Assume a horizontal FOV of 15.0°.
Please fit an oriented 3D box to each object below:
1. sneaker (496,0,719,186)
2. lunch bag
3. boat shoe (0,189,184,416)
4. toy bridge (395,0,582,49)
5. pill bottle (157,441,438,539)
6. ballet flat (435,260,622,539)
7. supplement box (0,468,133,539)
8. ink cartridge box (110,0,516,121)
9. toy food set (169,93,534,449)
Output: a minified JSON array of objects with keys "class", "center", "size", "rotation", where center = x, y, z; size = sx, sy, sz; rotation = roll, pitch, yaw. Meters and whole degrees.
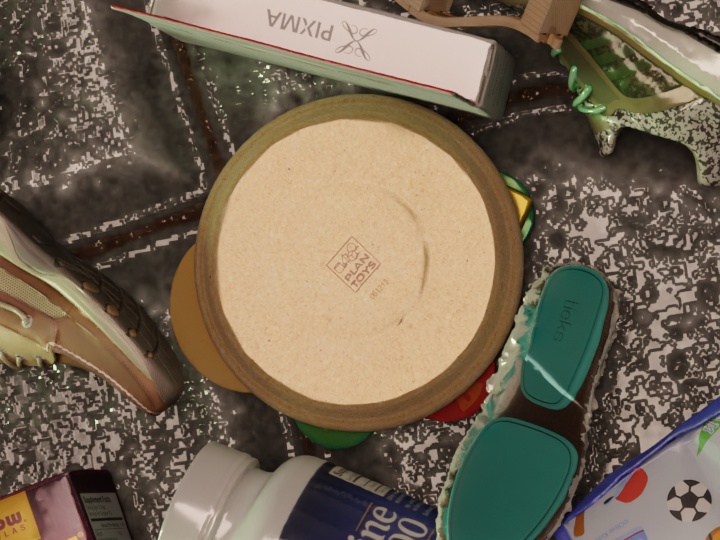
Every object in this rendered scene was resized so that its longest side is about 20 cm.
[{"class":"sneaker","center":[0.140,-0.110,1.551],"size":[0.199,0.077,0.089],"rotation":[28,103,14]},{"class":"lunch bag","center":[0.223,0.170,1.488],"size":[0.170,0.124,0.200],"rotation":[-37,88,7]},{"class":"boat shoe","center":[-0.186,0.024,1.598],"size":[0.200,0.076,0.072],"rotation":[40,97,19]},{"class":"toy bridge","center":[0.047,-0.174,1.547],"size":[0.200,0.027,0.067],"rotation":[41,119,37]},{"class":"pill bottle","center":[-0.009,0.171,1.532],"size":[0.199,0.111,0.111],"rotation":[22,90,11]},{"class":"ballet flat","center":[0.096,0.089,1.517],"size":[0.071,0.072,0.201],"rotation":[21,65,11]},{"class":"supplement box","center":[-0.171,0.225,1.570],"size":[0.110,0.086,0.201],"rotation":[-22,82,8]},{"class":"ink cartridge box","center":[-0.023,-0.132,1.524],"size":[0.199,0.174,0.044],"rotation":[15,90,10]},{"class":"toy food set","center":[0.000,0.000,1.575],"size":[0.197,0.049,0.201],"rotation":[27,91,10]}]
